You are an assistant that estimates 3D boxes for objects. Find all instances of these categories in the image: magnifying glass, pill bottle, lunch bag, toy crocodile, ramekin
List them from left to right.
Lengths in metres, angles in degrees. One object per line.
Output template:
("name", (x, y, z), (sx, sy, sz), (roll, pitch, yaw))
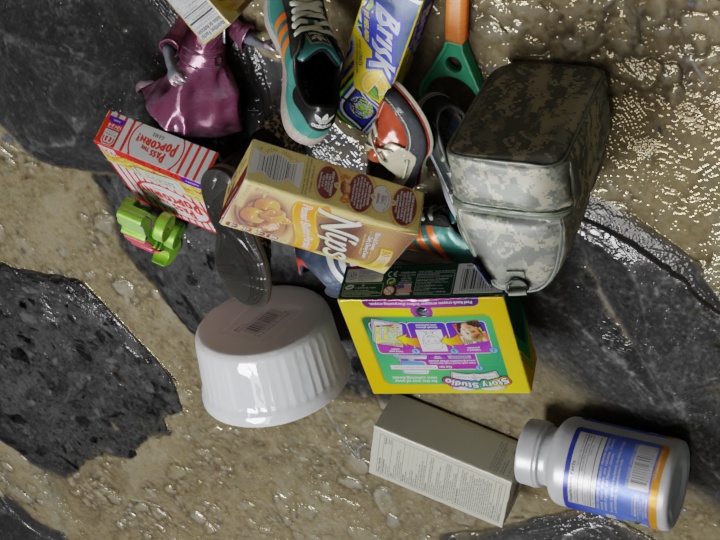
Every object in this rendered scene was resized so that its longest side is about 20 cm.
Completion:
("toy crocodile", (-0.273, -0.050, 1.898), (0.067, 0.062, 0.200), (23, 175, 6))
("ramekin", (-0.117, 0.103, 1.892), (0.198, 0.201, 0.099), (5, 124, 29))
("magnifying glass", (0.101, -0.229, 1.577), (0.079, 0.022, 0.202), (18, 134, 19))
("lunch bag", (0.177, -0.094, 1.515), (0.138, 0.201, 0.169), (4, 130, 24))
("pill bottle", (0.295, 0.243, 1.808), (0.198, 0.112, 0.113), (10, 133, 26))

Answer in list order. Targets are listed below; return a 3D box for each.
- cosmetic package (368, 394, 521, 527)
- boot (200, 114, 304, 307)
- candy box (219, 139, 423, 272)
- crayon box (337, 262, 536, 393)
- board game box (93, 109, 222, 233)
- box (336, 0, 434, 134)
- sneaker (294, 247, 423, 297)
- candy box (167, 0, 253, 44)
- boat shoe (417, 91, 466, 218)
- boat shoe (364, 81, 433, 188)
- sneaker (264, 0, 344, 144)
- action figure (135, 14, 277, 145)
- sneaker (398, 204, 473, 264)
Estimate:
("cosmetic package", (0.116, 0.251, 1.960), (0.198, 0.073, 0.104), (22, 137, 15))
("boot", (-0.118, -0.072, 1.762), (0.072, 0.151, 0.202), (6, 129, 27))
("candy box", (-0.043, -0.068, 1.610), (0.198, 0.056, 0.115), (17, 154, -12))
("crayon box", (0.092, 0.070, 1.713), (0.197, 0.059, 0.174), (-1, 138, 19))
("board game box", (-0.225, -0.113, 1.807), (0.150, 0.047, 0.200), (22, 166, 15))
("box", (0.026, -0.244, 1.575), (0.064, 0.070, 0.201), (27, 137, 6))
("sneaker", (0.000, 0.000, 1.787), (0.199, 0.075, 0.086), (24, 120, 37))
("candy box", (-0.190, -0.357, 1.579), (0.200, 0.116, 0.055), (48, 137, -14))
("boat shoe", (0.121, -0.103, 1.607), (0.201, 0.068, 0.057), (57, 171, -21))
("boat shoe", (0.035, -0.133, 1.592), (0.072, 0.062, 0.200), (56, 168, 19))
("sneaker", (-0.052, -0.240, 1.551), (0.080, 0.070, 0.203), (144, 120, -63))
("action figure", (-0.177, -0.252, 1.706), (0.149, 0.132, 0.202), (-124, 38, -46))
("sneaker", (0.088, -0.049, 1.720), (0.198, 0.071, 0.081), (20, 121, 20))
